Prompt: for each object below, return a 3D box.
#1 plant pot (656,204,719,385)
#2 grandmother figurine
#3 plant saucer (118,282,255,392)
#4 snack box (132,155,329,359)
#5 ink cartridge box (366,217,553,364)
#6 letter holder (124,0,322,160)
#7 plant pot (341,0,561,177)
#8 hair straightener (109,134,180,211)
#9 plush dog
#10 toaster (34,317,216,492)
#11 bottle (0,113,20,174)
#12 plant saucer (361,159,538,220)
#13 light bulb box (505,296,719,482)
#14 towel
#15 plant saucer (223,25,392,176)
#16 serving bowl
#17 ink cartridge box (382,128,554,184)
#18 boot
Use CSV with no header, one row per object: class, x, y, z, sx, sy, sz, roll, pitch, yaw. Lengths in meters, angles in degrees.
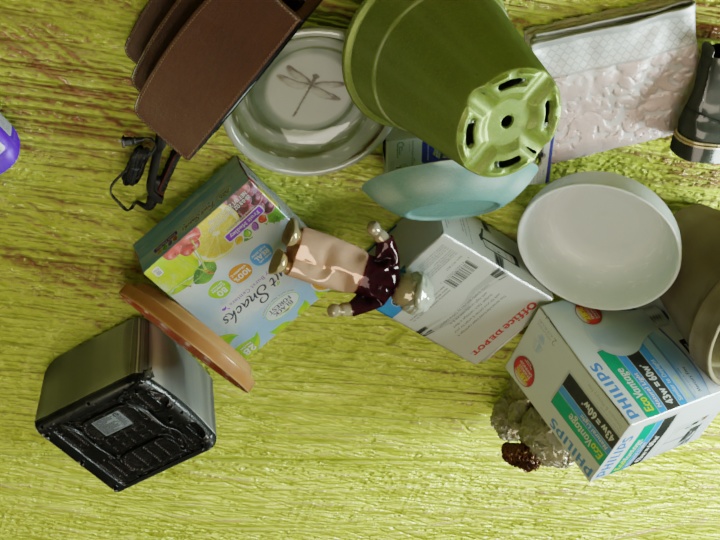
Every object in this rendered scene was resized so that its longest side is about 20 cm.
plant pot,0.449,0.013,1.725,0.199,0.174,0.201,-21,136,-22
grandmother figurine,0.000,0.000,1.639,0.199,0.061,0.122,22,111,-19
plant saucer,-0.207,0.077,1.705,0.032,0.200,0.200,-53,129,-9
snack box,-0.142,-0.012,1.674,0.168,0.068,0.200,-40,130,7
ink cartridge box,0.119,0.013,1.752,0.199,0.085,0.146,29,122,-32
letter holder,-0.158,-0.241,1.420,0.142,0.101,0.200,40,117,-7
plant pot,0.109,-0.192,1.442,0.199,0.190,0.201,-16,130,-20
hair straightener,-0.239,-0.140,1.586,0.076,0.041,0.200,13,134,-21
plush dog,0.264,0.187,1.881,0.199,0.173,0.161,-18,134,9
toaster,-0.294,0.174,1.812,0.199,0.119,0.181,-26,133,19
bottle,-0.451,-0.178,1.489,0.083,0.066,0.200,-27,132,15
plant saucer,0.102,-0.085,1.565,0.199,0.039,0.201,-5,173,-1
light bulb box,0.329,0.132,1.774,0.199,0.199,0.125,-15,145,-33
towel,0.292,-0.215,1.601,0.198,0.032,0.192,-12,134,4
plant saucer,-0.057,-0.195,1.548,0.198,0.050,0.201,-4,133,-5
serving bowl,0.293,-0.046,1.693,0.198,0.066,0.201,13,135,13
ink cartridge box,0.125,-0.138,1.637,0.198,0.039,0.100,-4,139,-4
boot,0.462,-0.199,1.608,0.199,0.078,0.139,-9,126,-25
